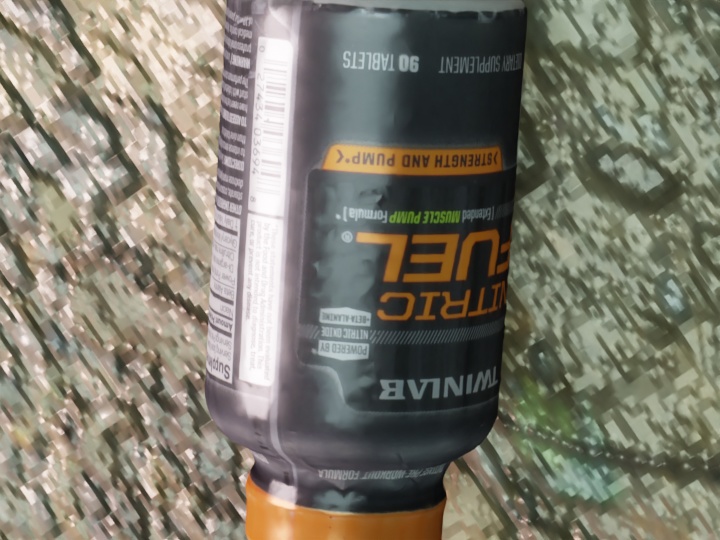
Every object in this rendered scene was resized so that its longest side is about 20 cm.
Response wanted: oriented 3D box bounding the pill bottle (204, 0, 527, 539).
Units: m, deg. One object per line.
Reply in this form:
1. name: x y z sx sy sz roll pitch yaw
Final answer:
1. pill bottle: 0.000 0.000 0.965 0.106 0.106 0.201 5 100 8
